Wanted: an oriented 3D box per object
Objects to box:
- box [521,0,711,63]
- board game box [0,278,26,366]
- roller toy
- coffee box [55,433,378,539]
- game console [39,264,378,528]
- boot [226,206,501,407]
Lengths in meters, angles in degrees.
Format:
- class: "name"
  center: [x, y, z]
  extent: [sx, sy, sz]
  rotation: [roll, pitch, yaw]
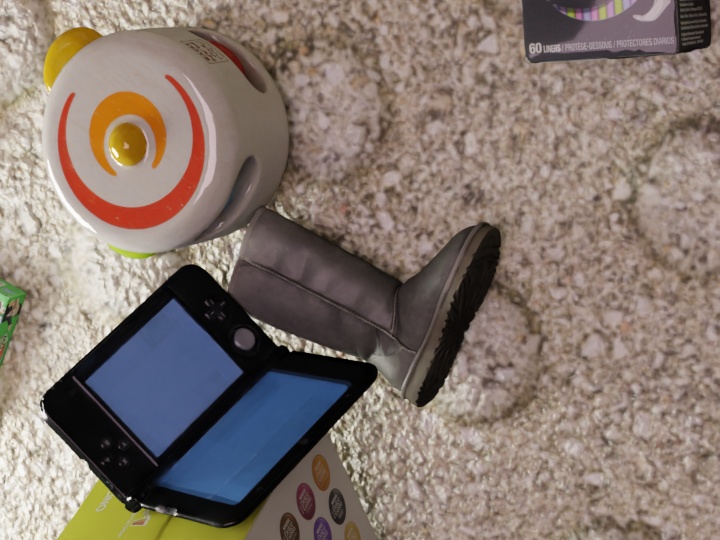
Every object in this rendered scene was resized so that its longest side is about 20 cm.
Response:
- class: "box"
  center: [0.188, -0.259, 1.461]
  extent: [0.122, 0.106, 0.200]
  rotation: [-2, 97, 23]
- class: "board game box"
  center: [-0.416, 0.037, 1.815]
  extent: [0.200, 0.029, 0.135]
  rotation: [28, 107, 18]
- class: "roller toy"
  center: [-0.164, -0.111, 1.620]
  extent: [0.182, 0.140, 0.200]
  rotation: [-8, 94, 24]
- class: "coffee box"
  center: [-0.115, 0.260, 1.594]
  extent: [0.200, 0.200, 0.198]
  rotation: [-11, 116, 26]
- class: "game console"
  center: [-0.120, 0.093, 1.554]
  extent: [0.176, 0.200, 0.116]
  rotation: [47, 145, -2]
- class: "boot"
  center: [-0.001, -0.001, 1.612]
  extent: [0.200, 0.073, 0.182]
  rotation: [34, 109, 23]
